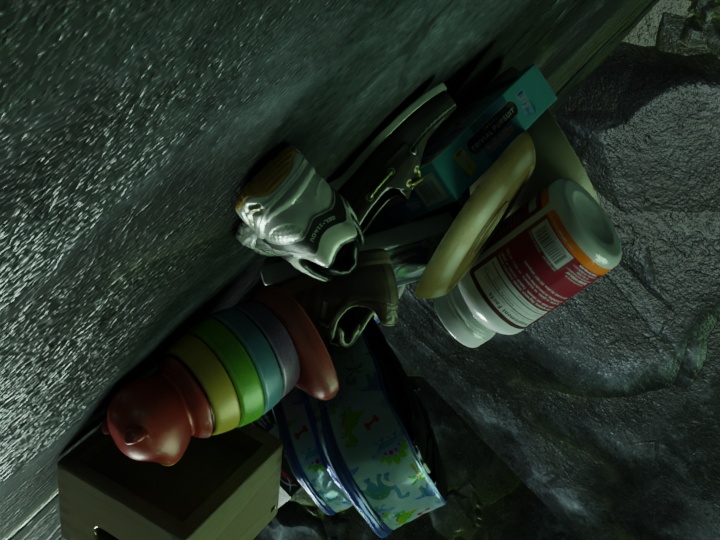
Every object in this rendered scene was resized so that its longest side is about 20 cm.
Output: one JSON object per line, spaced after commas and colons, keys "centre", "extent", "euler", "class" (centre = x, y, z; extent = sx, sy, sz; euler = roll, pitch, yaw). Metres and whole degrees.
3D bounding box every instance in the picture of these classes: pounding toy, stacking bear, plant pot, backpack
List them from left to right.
{"centre": [-0.196, 0.216, 1.126], "extent": [0.184, 0.199, 0.143], "euler": [-40, 146, -47], "class": "pounding toy"}
{"centre": [-0.139, 0.106, 1.030], "extent": [0.199, 0.115, 0.121], "euler": [-31, -155, -30], "class": "stacking bear"}
{"centre": [-0.001, 0.168, 1.156], "extent": [0.146, 0.201, 0.184], "euler": [-29, 132, 3], "class": "backpack"}
{"centre": [0.122, -0.049, 1.141], "extent": [0.201, 0.027, 0.200], "euler": [-52, 170, -13], "class": "plant pot"}
{"centre": [0.175, -0.120, 1.341], "extent": [0.134, 0.201, 0.200], "euler": [-31, 177, 5], "class": "plant pot"}

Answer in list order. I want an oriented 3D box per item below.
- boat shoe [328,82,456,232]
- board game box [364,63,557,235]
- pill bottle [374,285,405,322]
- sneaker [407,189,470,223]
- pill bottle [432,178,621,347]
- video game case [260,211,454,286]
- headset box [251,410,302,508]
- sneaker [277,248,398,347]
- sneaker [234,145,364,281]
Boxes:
{"centre": [0.020, -0.084, 1.033], "extent": [0.201, 0.061, 0.072], "euler": [-45, 175, 1], "class": "boat shoe"}
{"centre": [0.092, -0.122, 1.159], "extent": [0.150, 0.047, 0.200], "euler": [-22, -161, 51], "class": "board game box"}
{"centre": [0.000, 0.016, 1.493], "extent": [0.112, 0.112, 0.200], "euler": [-44, 177, -7], "class": "pill bottle"}
{"centre": [0.065, -0.061, 1.304], "extent": [0.199, 0.078, 0.090], "euler": [-30, -144, 47], "class": "sneaker"}
{"centre": [0.180, -0.002, 1.246], "extent": [0.200, 0.113, 0.113], "euler": [-38, 180, 29], "class": "pill bottle"}
{"centre": [0.000, 0.000, 1.189], "extent": [0.198, 0.024, 0.182], "euler": [-16, 166, -3], "class": "video game case"}
{"centre": [-0.072, 0.148, 1.304], "extent": [0.200, 0.149, 0.077], "euler": [-44, 177, -28], "class": "headset box"}
{"centre": [-0.042, 0.045, 1.102], "extent": [0.070, 0.076, 0.199], "euler": [-3, 162, -43], "class": "sneaker"}
{"centre": [-0.041, -0.025, 0.830], "extent": [0.076, 0.088, 0.200], "euler": [-46, 178, -2], "class": "sneaker"}
